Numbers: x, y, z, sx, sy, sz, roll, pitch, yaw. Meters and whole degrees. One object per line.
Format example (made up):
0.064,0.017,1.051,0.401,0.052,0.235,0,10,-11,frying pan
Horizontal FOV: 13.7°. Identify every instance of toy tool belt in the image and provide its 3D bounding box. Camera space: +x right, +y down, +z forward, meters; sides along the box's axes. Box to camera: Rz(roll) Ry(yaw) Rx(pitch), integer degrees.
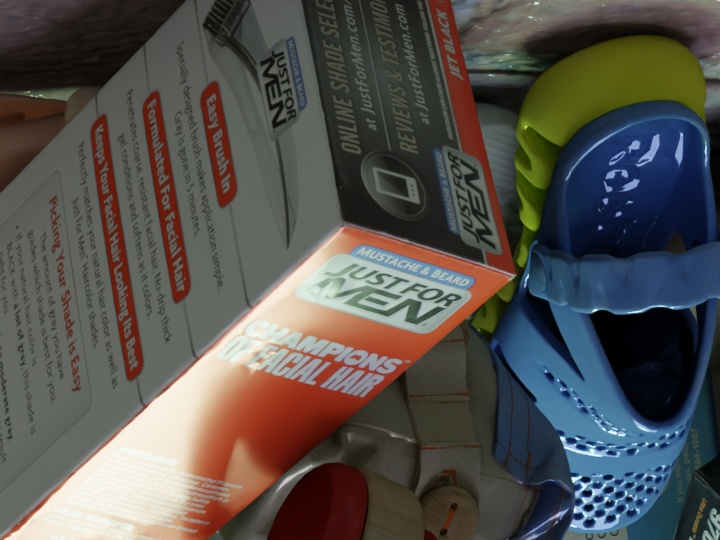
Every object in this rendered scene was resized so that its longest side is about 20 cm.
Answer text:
0.018,0.068,0.912,0.123,0.125,0.200,25,-168,-20,toy tool belt

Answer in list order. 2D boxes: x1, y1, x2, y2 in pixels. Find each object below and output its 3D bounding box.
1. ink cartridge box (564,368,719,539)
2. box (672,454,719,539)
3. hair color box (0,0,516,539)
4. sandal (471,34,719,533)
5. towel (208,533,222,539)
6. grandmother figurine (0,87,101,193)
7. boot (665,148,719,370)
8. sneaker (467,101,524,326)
0.072,0.071,1.246,0.199,0.129,0.125,-12,164,24,ink cartridge box
0.193,0.098,1.160,0.200,0.046,0.159,-29,147,-32,box
-0.050,0.005,0.850,0.064,0.111,0.200,16,137,-34,hair color box
0.082,0.023,0.980,0.079,0.087,0.200,-12,138,-10,sandal
-0.036,0.104,1.204,0.132,0.201,0.034,-17,172,40,towel
-0.083,-0.034,0.935,0.199,0.061,0.121,-4,175,-15,grandmother figurine
0.107,-0.009,1.065,0.166,0.073,0.200,-2,159,15,boot
0.000,0.000,1.067,0.074,0.118,0.201,-4,131,-26,sneaker
